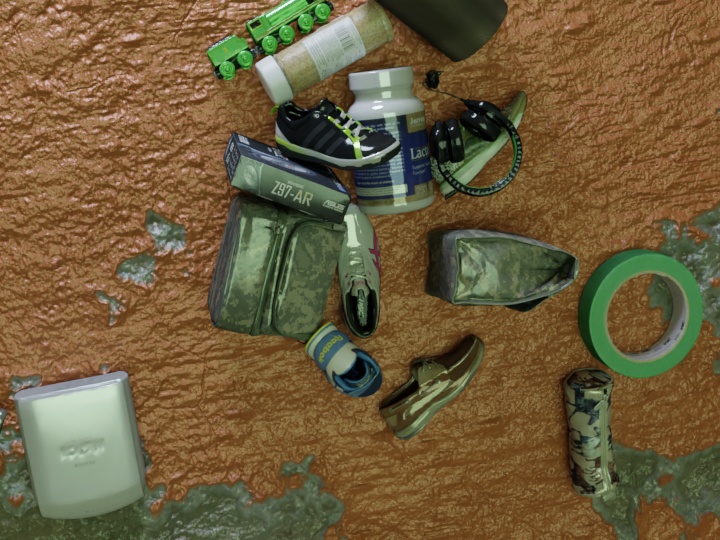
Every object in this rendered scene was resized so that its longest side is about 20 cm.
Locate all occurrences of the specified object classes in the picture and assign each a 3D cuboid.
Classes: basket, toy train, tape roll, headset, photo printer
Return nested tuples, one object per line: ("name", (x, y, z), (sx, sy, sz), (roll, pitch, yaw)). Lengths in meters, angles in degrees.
("basket", (0.104, -0.405, 1.548), (0.200, 0.135, 0.182), (40, 57, -23))
("toy train", (-0.130, -0.339, 1.557), (0.199, 0.042, 0.057), (-33, 95, -5))
("tape roll", (0.449, 0.069, 1.757), (0.198, 0.048, 0.203), (-2, 102, -12))
("headset", (0.151, -0.201, 1.590), (0.123, 0.094, 0.201), (-31, 88, -1))
("photo printer", (-0.403, 0.260, 1.593), (0.164, 0.069, 0.203), (-9, 102, -11))

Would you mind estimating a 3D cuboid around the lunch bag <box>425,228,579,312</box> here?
("lunch bag", (0.210, -0.002, 1.630), (0.197, 0.164, 0.119), (1, 95, -12))

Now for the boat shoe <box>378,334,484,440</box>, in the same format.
("boat shoe", (0.110, 0.170, 1.689), (0.072, 0.076, 0.200), (44, 87, -14))

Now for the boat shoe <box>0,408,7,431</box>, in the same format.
("boat shoe", (-0.549, 0.291, 1.565), (0.060, 0.072, 0.204), (9, 95, -9))

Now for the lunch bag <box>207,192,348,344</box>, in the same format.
("lunch bag", (-0.117, -0.003, 1.571), (0.166, 0.139, 0.202), (12, 97, -16))

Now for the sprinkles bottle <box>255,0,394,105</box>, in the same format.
("sprinkles bottle", (-0.051, -0.311, 1.563), (0.199, 0.068, 0.069), (-30, 105, -6))

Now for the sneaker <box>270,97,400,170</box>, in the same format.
("sneaker", (-0.040, -0.193, 1.506), (0.198, 0.072, 0.084), (10, 122, 25))

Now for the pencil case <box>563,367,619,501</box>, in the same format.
("pencil case", (0.372, 0.263, 1.755), (0.077, 0.089, 0.203), (-9, 103, -11))

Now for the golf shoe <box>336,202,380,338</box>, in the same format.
("golf shoe", (0.000, 0.000, 1.622), (0.072, 0.092, 0.203), (-10, 101, -8))

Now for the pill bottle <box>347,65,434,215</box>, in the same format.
("pill bottle", (0.041, -0.189, 1.582), (0.114, 0.116, 0.203), (-10, 103, -10))

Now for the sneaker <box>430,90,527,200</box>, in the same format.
("sneaker", (0.169, -0.204, 1.636), (0.089, 0.077, 0.200), (43, 86, -5))

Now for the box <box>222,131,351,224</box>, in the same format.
("box", (-0.106, -0.130, 1.516), (0.159, 0.200, 0.044), (20, 102, -14))

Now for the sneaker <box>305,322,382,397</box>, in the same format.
("sneaker", (-0.010, 0.151, 1.613), (0.074, 0.082, 0.200), (-51, 147, -3))
